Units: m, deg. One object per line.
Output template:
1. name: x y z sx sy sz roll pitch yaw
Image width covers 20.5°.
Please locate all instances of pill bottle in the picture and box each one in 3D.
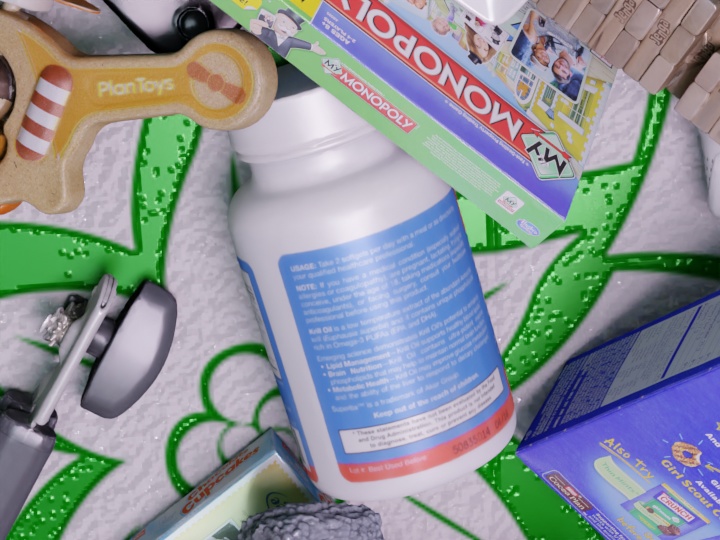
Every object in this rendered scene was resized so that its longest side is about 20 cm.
1. pill bottle: 0.000 0.000 0.966 0.112 0.112 0.201 -16 107 0

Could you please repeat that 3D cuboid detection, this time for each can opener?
1. can opener: -0.163 0.090 1.008 0.066 0.053 0.201 31 101 -13

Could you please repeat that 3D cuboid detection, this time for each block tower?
1. block tower: 0.166 -0.099 0.920 0.200 0.054 0.058 40 118 9

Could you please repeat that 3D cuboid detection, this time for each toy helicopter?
1. toy helicopter: -0.134 -0.093 0.925 0.199 0.079 0.133 -3 93 19

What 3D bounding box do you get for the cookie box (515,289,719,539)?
1. cookie box: 0.205 0.093 0.970 0.171 0.075 0.200 43 143 -14

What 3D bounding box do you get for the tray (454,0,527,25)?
1. tray: 0.016 -0.199 0.878 0.200 0.022 0.107 33 128 -17

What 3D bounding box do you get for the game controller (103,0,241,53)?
1. game controller: -0.115 -0.197 0.938 0.104 0.042 0.200 -41 105 7

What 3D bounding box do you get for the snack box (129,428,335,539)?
1. snack box: -0.029 0.196 1.056 0.116 0.037 0.200 -38 106 6

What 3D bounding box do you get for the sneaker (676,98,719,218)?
1. sneaker: 0.174 -0.123 0.978 0.087 0.075 0.201 -1 104 13

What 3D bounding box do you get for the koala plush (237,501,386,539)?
1. koala plush: 0.038 0.228 0.977 0.199 0.184 0.178 3 124 -33

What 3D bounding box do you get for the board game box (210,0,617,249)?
1. board game box: 0.028 -0.118 0.930 0.200 0.135 0.029 37 135 -13
